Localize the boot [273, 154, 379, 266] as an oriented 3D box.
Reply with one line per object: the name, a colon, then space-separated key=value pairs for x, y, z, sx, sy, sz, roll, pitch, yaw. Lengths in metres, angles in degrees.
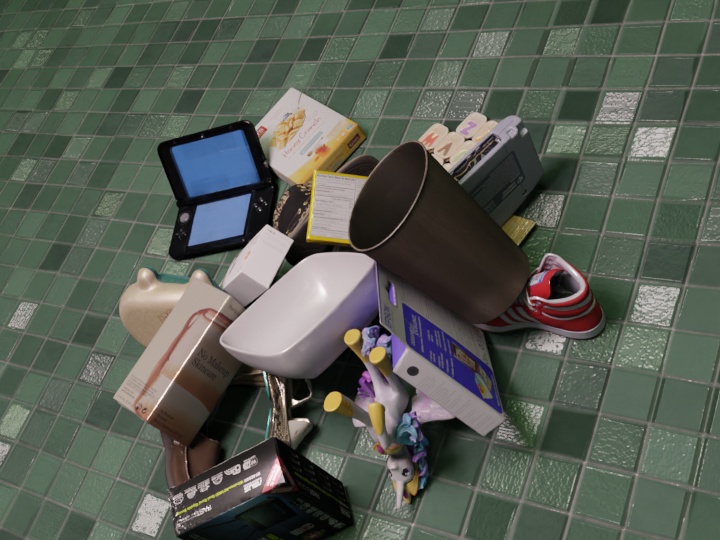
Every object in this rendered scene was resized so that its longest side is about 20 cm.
boot: x=-0.058 y=-0.108 z=1.409 sx=0.201 sy=0.073 sz=0.151 roll=-53 pitch=25 yaw=6

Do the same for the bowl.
bowl: x=-0.066 y=0.065 z=1.197 sx=0.200 sy=0.075 sz=0.199 roll=-45 pitch=23 yaw=-24

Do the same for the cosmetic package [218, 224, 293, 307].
cosmetic package: x=-0.163 y=0.000 z=1.368 sx=0.083 sy=0.050 sz=0.200 roll=-65 pitch=13 yaw=-20

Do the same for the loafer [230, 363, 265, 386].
loafer: x=-0.165 y=0.127 z=1.345 sx=0.198 sy=0.068 sz=0.077 roll=-13 pitch=53 yaw=22

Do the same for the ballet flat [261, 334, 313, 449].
ballet flat: x=-0.101 y=0.183 z=1.259 sx=0.074 sy=0.068 sz=0.203 roll=-3 pitch=74 yaw=-1

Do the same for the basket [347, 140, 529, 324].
basket: x=0.102 y=-0.034 z=1.123 sx=0.136 sy=0.199 sz=0.181 roll=-38 pitch=27 yaw=29

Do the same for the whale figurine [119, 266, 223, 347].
whale figurine: x=-0.278 y=0.047 z=1.416 sx=0.199 sy=0.160 sz=0.104 roll=-26 pitch=23 yaw=35

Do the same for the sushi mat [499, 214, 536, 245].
sushi mat: x=0.154 y=-0.007 z=1.290 sx=0.095 sy=0.012 sz=0.201 roll=30 pitch=76 yaw=41

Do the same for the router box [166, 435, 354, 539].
router box: x=-0.116 y=0.288 z=1.115 sx=0.149 sy=0.200 sz=0.063 roll=-27 pitch=54 yaw=11

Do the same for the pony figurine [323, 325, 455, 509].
pony figurine: x=0.038 y=0.166 z=1.140 sx=0.165 sy=0.201 sz=0.194 roll=-10 pitch=40 yaw=25

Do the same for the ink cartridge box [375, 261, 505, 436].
ink cartridge box: x=0.081 y=0.080 z=1.109 sx=0.043 sy=0.199 sz=0.199 roll=-44 pitch=20 yaw=20

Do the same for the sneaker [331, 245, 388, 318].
sneaker: x=0.000 y=0.000 z=1.344 sx=0.090 sy=0.067 sz=0.202 roll=-25 pitch=46 yaw=17

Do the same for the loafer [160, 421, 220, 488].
loafer: x=-0.232 y=0.261 z=1.287 sx=0.071 sy=0.073 sz=0.201 roll=-33 pitch=48 yaw=6

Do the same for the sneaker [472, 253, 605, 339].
sneaker: x=0.204 y=0.029 z=1.164 sx=0.198 sy=0.113 sz=0.072 roll=5 pitch=61 yaw=28

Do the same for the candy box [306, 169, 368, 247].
candy box: x=0.025 y=-0.080 z=1.309 sx=0.197 sy=0.026 sz=0.104 roll=7 pitch=74 yaw=-5

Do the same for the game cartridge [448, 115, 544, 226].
game cartridge: x=0.162 y=-0.101 z=1.253 sx=0.200 sy=0.133 sz=0.041 roll=-43 pitch=46 yaw=-5

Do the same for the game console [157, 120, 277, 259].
game console: x=-0.252 y=-0.132 z=1.543 sx=0.198 sy=0.117 sz=0.178 roll=-10 pitch=54 yaw=25

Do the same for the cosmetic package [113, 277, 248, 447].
cosmetic package: x=-0.234 y=0.127 z=1.274 sx=0.087 sy=0.103 sz=0.201 roll=21 pitch=74 yaw=39

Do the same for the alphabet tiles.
alphabet tiles: x=0.144 y=-0.156 z=1.391 sx=0.196 sy=0.015 sz=0.200 roll=-46 pitch=45 yaw=-6

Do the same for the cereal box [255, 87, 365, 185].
cereal box: x=-0.103 y=-0.222 z=1.570 sx=0.144 sy=0.040 sz=0.199 roll=-48 pitch=49 yaw=-8
